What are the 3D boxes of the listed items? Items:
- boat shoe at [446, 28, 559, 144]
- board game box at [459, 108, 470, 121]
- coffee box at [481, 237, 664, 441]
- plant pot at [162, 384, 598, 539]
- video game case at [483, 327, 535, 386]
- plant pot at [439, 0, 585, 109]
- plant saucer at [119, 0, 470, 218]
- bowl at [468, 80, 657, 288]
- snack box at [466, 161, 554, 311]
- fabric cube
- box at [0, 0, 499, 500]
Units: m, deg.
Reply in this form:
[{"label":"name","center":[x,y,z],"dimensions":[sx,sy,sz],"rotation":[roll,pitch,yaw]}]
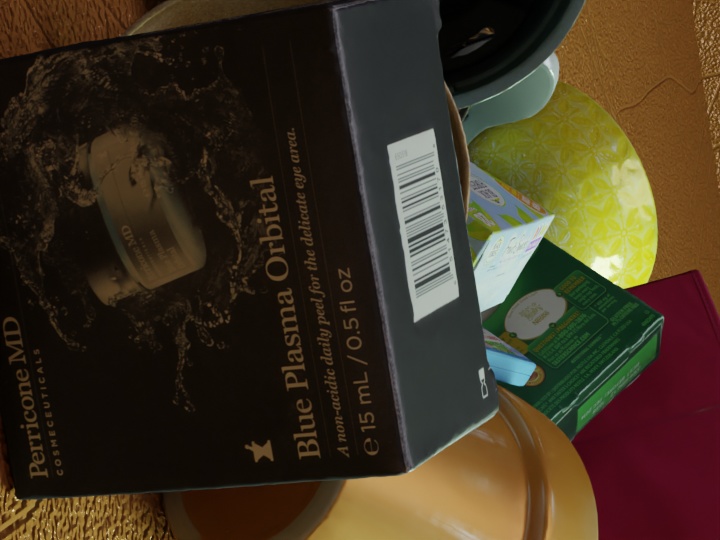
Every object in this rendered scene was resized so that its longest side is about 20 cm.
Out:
[{"label":"boat shoe","center":[0.088,-0.152,1.575],"dimensions":[0.070,0.200,0.091],"rotation":[28,66,-16]},{"label":"board game box","center":[0.011,-0.101,1.428],"dimensions":[0.200,0.104,0.024],"rotation":[-62,174,-62]},{"label":"coffee box","center":[0.076,0.024,1.364],"dimensions":[0.123,0.199,0.044],"rotation":[-39,148,-29]},{"label":"plant pot","center":[-0.003,0.129,1.168],"dimensions":[0.183,0.199,0.202],"rotation":[35,48,-47]},{"label":"video game case","center":[0.000,0.000,1.236],"dimensions":[0.018,0.199,0.143],"rotation":[-57,161,4]},{"label":"plant pot","center":[0.036,-0.188,1.252],"dimensions":[0.196,0.198,0.202],"rotation":[-28,111,-85]},{"label":"plant saucer","center":[-0.046,-0.044,1.077],"dimensions":[0.035,0.198,0.202],"rotation":[-107,-173,-83]},{"label":"bowl","center":[0.115,-0.035,1.654],"dimensions":[0.107,0.199,0.202],"rotation":[-26,111,-38]},{"label":"snack box","center":[-0.005,-0.053,1.192],"dimensions":[0.068,0.199,0.169],"rotation":[-58,170,12]},{"label":"fabric cube","center":[0.147,0.146,1.435],"dimensions":[0.197,0.198,0.201],"rotation":[92,-17,-62]},{"label":"box","center":[-0.061,-0.011,0.971],"dimensions":[0.117,0.198,0.199],"rotation":[-24,106,-64]}]
